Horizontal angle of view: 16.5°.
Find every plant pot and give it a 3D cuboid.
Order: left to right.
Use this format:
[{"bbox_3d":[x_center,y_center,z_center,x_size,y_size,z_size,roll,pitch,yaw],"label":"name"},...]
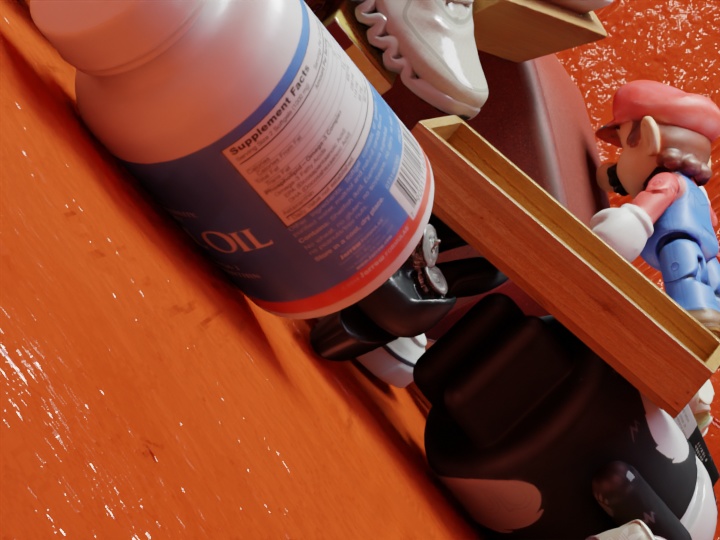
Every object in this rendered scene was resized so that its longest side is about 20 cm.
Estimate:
[{"bbox_3d":[0.068,-0.036,1.648,0.177,0.199,0.200,67,11,24],"label":"plant pot"}]

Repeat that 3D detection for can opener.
[{"bbox_3d":[0.035,-0.004,1.342,0.200,0.078,0.064,-27,96,-62],"label":"can opener"}]

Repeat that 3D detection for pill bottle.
[{"bbox_3d":[-0.059,-0.076,1.127,0.200,0.112,0.112,48,6,-40],"label":"pill bottle"}]

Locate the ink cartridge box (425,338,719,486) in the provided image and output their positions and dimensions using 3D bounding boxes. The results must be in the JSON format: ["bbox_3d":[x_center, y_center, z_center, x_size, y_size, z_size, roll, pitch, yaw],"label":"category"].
[{"bbox_3d":[0.121,0.082,1.521,0.200,0.037,0.095,12,-39,44],"label":"ink cartridge box"}]

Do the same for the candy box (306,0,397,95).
[{"bbox_3d":[-0.026,-0.132,1.488,0.056,0.117,0.200,49,23,-13],"label":"candy box"}]

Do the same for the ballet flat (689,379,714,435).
[{"bbox_3d":[0.197,0.091,1.603,0.070,0.069,0.200,54,0,14],"label":"ballet flat"}]

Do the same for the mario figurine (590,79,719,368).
[{"bbox_3d":[0.192,-0.031,1.636,0.124,0.106,0.201,96,-12,-64],"label":"mario figurine"}]

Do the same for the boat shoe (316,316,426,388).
[{"bbox_3d":[0.000,0.000,1.401,0.200,0.066,0.072,47,7,-49],"label":"boat shoe"}]

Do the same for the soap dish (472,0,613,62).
[{"bbox_3d":[0.058,-0.222,1.519,0.200,0.081,0.157,60,22,18],"label":"soap dish"}]

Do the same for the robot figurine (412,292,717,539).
[{"bbox_3d":[0.116,0.105,1.383,0.200,0.124,0.151,50,32,-27],"label":"robot figurine"}]

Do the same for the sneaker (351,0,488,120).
[{"bbox_3d":[0.032,-0.182,1.407,0.075,0.081,0.201,5,61,-64],"label":"sneaker"}]

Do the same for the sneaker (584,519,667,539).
[{"bbox_3d":[0.151,0.191,1.306,0.075,0.090,0.200,55,6,30],"label":"sneaker"}]

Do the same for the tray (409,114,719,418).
[{"bbox_3d":[0.106,-0.004,1.329,0.200,0.037,0.099,40,13,7],"label":"tray"}]
